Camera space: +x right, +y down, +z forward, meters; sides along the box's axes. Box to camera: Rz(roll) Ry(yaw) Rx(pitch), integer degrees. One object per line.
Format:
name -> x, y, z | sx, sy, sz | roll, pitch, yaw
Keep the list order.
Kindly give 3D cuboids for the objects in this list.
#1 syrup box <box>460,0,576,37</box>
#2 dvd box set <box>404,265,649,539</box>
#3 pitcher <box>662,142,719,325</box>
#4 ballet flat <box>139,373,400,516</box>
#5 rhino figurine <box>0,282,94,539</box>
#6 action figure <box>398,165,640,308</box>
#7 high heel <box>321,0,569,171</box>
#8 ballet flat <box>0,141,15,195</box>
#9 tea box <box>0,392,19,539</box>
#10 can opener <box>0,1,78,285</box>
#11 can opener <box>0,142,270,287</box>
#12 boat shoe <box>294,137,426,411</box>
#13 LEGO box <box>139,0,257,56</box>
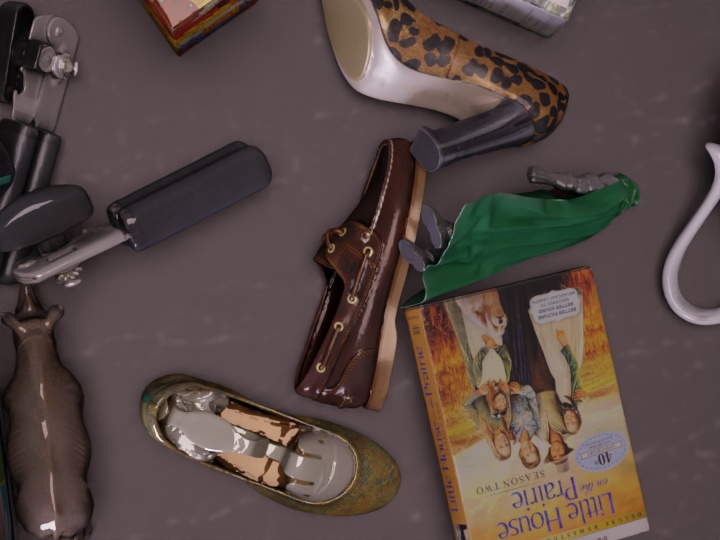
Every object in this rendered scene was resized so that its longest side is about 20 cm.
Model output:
syrup box -> 0.067, -0.247, 1.530 | 0.199, 0.081, 0.079 | 22, 86, -3
dvd box set -> 0.121, 0.109, 1.533 | 0.146, 0.029, 0.201 | -12, 90, -22
pitcher -> 0.301, -0.057, 1.535 | 0.171, 0.121, 0.201 | -2, 100, 11
ballet flat -> -0.065, 0.129, 1.523 | 0.199, 0.071, 0.071 | 22, 88, -3
rhino figurine -> -0.223, 0.098, 1.501 | 0.059, 0.087, 0.201 | -7, 85, -6
action figure -> 0.123, -0.038, 1.514 | 0.199, 0.118, 0.055 | -14, 65, -34
high heel -> 0.059, -0.167, 1.555 | 0.142, 0.071, 0.200 | -19, 69, -34
ballet flat -> -0.314, -0.107, 1.501 | 0.200, 0.073, 0.073 | 36, 86, 30
tea box -> -0.311, 0.132, 1.441 | 0.133, 0.197, 0.201 | -8, 90, -4
can opener -> -0.248, -0.091, 1.529 | 0.066, 0.053, 0.201 | 10, 86, 31
can opener -> -0.159, -0.045, 1.495 | 0.199, 0.053, 0.067 | -23, 111, -17
boat shoe -> 0.000, 0.000, 1.526 | 0.070, 0.070, 0.201 | 11, 88, -8
LEGO box -> -0.155, -0.261, 1.482 | 0.077, 0.149, 0.200 | -34, 91, -3
